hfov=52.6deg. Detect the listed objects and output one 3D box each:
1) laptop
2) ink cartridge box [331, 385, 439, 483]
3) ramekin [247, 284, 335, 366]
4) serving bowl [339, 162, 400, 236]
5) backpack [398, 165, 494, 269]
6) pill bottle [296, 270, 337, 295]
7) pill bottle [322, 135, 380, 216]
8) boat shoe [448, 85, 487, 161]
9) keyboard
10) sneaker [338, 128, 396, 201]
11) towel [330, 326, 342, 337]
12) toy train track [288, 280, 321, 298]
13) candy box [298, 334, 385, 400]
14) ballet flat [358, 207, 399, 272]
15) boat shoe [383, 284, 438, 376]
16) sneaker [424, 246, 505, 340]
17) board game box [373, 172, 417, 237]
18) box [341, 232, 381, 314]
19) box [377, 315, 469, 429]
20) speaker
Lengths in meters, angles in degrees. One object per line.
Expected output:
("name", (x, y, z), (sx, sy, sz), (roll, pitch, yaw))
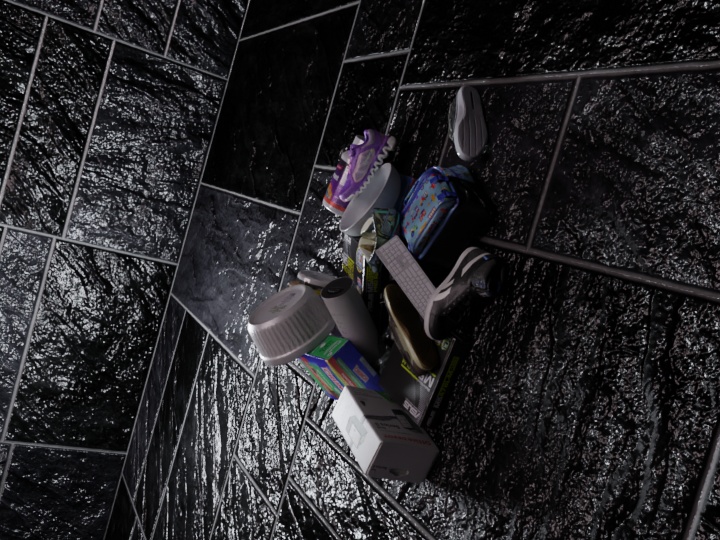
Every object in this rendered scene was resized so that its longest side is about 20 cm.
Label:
("laptop", (0.099, 0.033, 1.622), (0.200, 0.116, 0.187), (-23, 37, 23))
("ink cartridge box", (0.049, 0.331, 1.483), (0.084, 0.146, 0.200), (-66, 30, 15))
("ramekin", (-0.168, 0.119, 1.696), (0.200, 0.105, 0.200), (-28, 19, 10))
("serving bowl", (0.034, -0.159, 1.746), (0.200, 0.066, 0.200), (-48, 19, 22))
("backpack", (0.160, -0.133, 1.506), (0.183, 0.134, 0.200), (-56, 33, 33))
("pill bottle", (-0.124, 0.109, 1.857), (0.114, 0.114, 0.200), (33, 112, 60))
("pill bottle", (-0.012, -0.242, 1.888), (0.200, 0.111, 0.111), (-65, 30, 18))
("boat shoe", (0.224, -0.300, 1.548), (0.071, 0.072, 0.200), (128, 155, -52))
("keyboard", (0.109, 0.026, 1.458), (0.056, 0.011, 0.200), (-38, 84, 17))
("sneaker", (-0.001, -0.263, 1.781), (0.200, 0.088, 0.080), (-56, 18, 1))
("towel", (-0.029, 0.158, 1.819), (0.200, 0.034, 0.133), (38, 112, 59))
("toy train track", (-0.083, 0.065, 1.751), (0.200, 0.115, 0.033), (23, 59, 24))
("candy box", (-0.048, 0.228, 1.666), (0.077, 0.169, 0.200), (-46, 22, -22))
("ballet flat", (0.031, -0.068, 1.558), (0.200, 0.074, 0.074), (107, 159, -51))
("boat shoe", (0.087, 0.121, 1.464), (0.065, 0.073, 0.200), (-51, 49, 40))
("sneaker", (0.201, 0.051, 1.378), (0.200, 0.073, 0.112), (-61, 30, -3))
("board game box", (0.079, -0.136, 1.771), (0.103, 0.019, 0.200), (36, 109, 62))
("box", (0.000, 0.000, 1.753), (0.200, 0.044, 0.160), (-134, 44, -67))
("box", (0.125, 0.195, 1.508), (0.200, 0.047, 0.193), (39, 108, 60))
("speaker", (-0.015, 0.114, 1.639), (0.081, 0.200, 0.081), (-20, 29, 12))
